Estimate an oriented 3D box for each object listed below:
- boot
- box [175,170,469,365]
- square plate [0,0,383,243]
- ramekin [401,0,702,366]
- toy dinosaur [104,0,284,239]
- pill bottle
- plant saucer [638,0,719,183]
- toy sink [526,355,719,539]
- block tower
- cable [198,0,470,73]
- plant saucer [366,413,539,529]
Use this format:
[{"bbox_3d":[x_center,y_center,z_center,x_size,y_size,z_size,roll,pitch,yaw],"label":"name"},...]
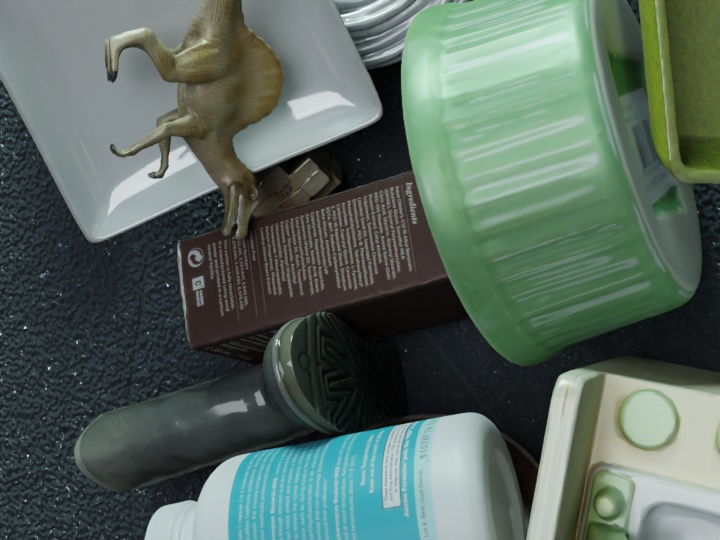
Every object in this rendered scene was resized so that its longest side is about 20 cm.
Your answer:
[{"bbox_3d":[-0.087,0.085,0.790,0.198,0.182,0.073,-10,73,18],"label":"boot"},{"bbox_3d":[0.000,0.000,0.787,0.198,0.100,0.076,-17,72,22],"label":"box"},{"bbox_3d":[-0.113,-0.140,0.751,0.198,0.028,0.200,-22,109,9],"label":"square plate"},{"bbox_3d":[0.108,-0.058,0.689,0.097,0.200,0.202,-16,83,24],"label":"ramekin"},{"bbox_3d":[-0.091,-0.117,0.726,0.100,0.058,0.202,-3,120,-15],"label":"toy dinosaur"},{"bbox_3d":[-0.015,0.148,0.710,0.198,0.111,0.112,-12,84,17],"label":"pill bottle"},{"bbox_3d":[0.215,-0.143,0.681,0.048,0.198,0.202,-12,82,61],"label":"plant saucer"},{"bbox_3d":[0.162,0.121,0.663,0.111,0.200,0.132,10,92,21],"label":"toy sink"},{"bbox_3d":[-0.096,-0.111,0.807,0.058,0.054,0.200,-41,107,14],"label":"block tower"},{"bbox_3d":[-0.016,-0.221,0.781,0.198,0.069,0.202,-23,105,3],"label":"cable"},{"bbox_3d":[0.027,0.178,0.764,0.198,0.035,0.202,-15,45,16],"label":"plant saucer"}]
